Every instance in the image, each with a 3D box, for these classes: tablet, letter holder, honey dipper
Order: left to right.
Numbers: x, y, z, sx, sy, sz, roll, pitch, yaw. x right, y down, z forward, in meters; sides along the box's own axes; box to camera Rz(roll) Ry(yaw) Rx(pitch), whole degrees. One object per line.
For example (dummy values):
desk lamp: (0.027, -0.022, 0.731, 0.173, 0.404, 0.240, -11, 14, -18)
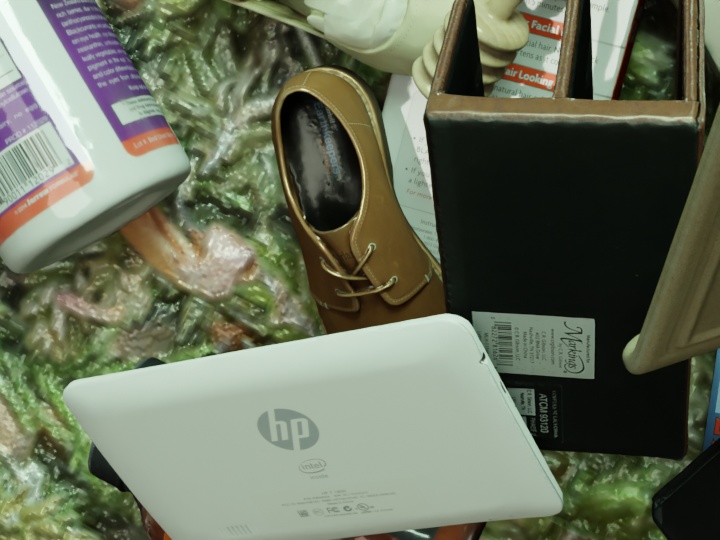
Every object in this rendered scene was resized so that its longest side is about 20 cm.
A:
tablet: (-0.022, 0.080, 0.716, 0.200, 0.014, 0.130, -11, 130, 24)
honey dipper: (0.083, -0.146, 0.664, 0.038, 0.038, 0.200, 40, 129, 5)
letter holder: (0.095, -0.038, 0.689, 0.101, 0.142, 0.200, 3, 137, 11)

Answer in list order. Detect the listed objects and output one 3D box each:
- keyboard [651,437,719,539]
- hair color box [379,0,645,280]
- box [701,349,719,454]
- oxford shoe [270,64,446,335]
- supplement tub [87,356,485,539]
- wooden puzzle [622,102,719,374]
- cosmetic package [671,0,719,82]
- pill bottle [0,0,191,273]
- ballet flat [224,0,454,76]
keyboard: (0.214, 0.081, 0.648, 0.104, 0.040, 0.200, 55, 130, 16)
hair color box: (0.074, -0.092, 0.808, 0.111, 0.064, 0.200, 17, 101, 11)
box: (0.230, 0.015, 0.694, 0.137, 0.038, 0.200, 8, 91, 29)
oxford shoe: (0.000, 0.000, 0.770, 0.071, 0.071, 0.200, -22, 94, 14)
supplement tub: (-0.039, 0.119, 0.834, 0.200, 0.107, 0.107, 26, 101, 8)
wooden puzzle: (0.189, -0.044, 0.553, 0.185, 0.200, 0.037, -16, 61, -15)
cosmetic package: (0.241, -0.165, 0.743, 0.200, 0.105, 0.071, -30, 88, 12)
pill bottle: (-0.184, -0.109, 0.836, 0.111, 0.111, 0.200, -31, 89, 14)
ballet flat: (-0.018, -0.139, 0.778, 0.200, 0.069, 0.070, 25, 103, 40)
